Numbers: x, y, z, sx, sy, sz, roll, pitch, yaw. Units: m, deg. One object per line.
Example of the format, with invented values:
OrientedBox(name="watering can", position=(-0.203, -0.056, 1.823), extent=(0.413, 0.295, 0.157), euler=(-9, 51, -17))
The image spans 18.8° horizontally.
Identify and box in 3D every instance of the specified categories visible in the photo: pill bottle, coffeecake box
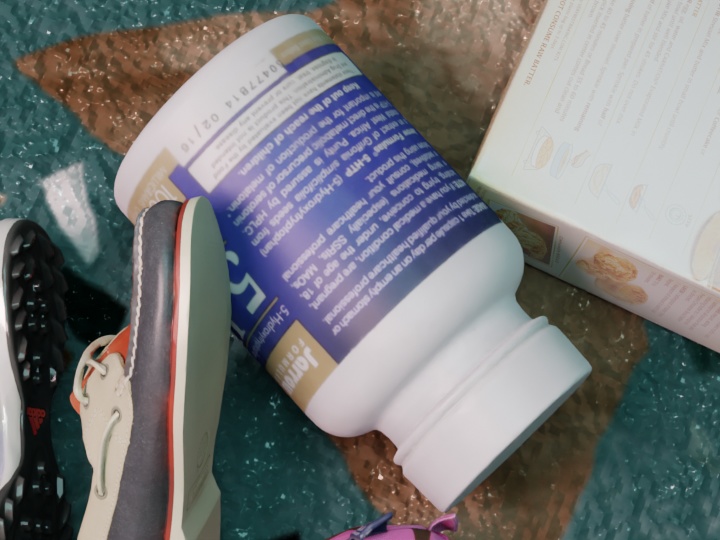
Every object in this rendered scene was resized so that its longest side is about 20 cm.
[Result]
OrientedBox(name="pill bottle", position=(0.000, 0.000, 0.937), extent=(0.120, 0.120, 0.200), euler=(-41, 81, -16))
OrientedBox(name="coffeecake box", position=(0.162, -0.055, 0.996), extent=(0.199, 0.073, 0.154), euler=(25, 72, 1))

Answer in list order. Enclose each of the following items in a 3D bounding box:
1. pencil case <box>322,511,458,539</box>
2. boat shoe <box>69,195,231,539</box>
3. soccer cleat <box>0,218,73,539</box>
OrientedBox(name="pencil case", position=(0.021, 0.204, 0.897), extent=(0.093, 0.091, 0.202), euler=(-13, 78, -10))
OrientedBox(name="boat shoe", position=(-0.090, 0.063, 0.894), extent=(0.062, 0.071, 0.202), euler=(10, 114, 12))
OrientedBox(name="soccer cleat", position=(-0.168, 0.079, 0.931), extent=(0.073, 0.068, 0.202), euler=(-4, 79, 21))
